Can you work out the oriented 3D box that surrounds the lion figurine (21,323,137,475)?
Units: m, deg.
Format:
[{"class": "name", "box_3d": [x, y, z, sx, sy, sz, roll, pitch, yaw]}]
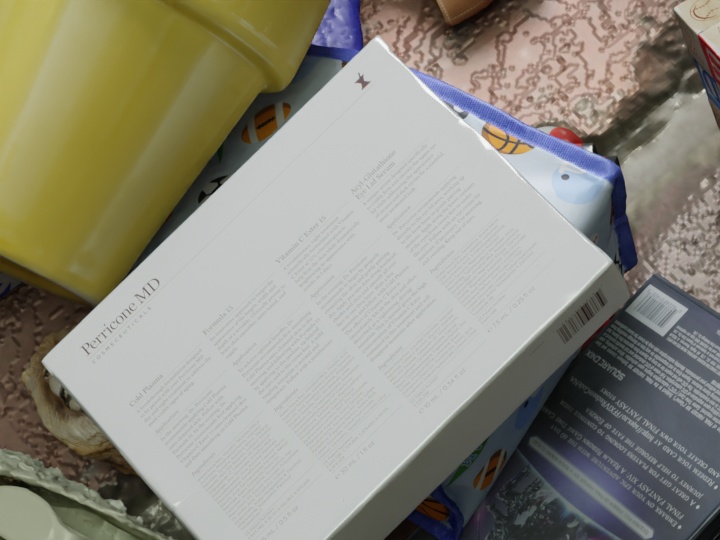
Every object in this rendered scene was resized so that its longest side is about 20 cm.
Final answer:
[{"class": "lion figurine", "box_3d": [-0.057, 0.047, 1.270, 0.199, 0.073, 0.123, -27, 60, -16]}]

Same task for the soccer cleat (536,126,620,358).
[{"class": "soccer cleat", "box_3d": [0.087, 0.029, 1.251, 0.085, 0.069, 0.202, -11, 74, 26]}]

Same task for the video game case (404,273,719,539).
[{"class": "video game case", "box_3d": [0.101, 0.101, 1.134, 0.200, 0.019, 0.143, -47, 33, -3]}]

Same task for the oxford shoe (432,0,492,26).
[{"class": "oxford shoe", "box_3d": [-0.001, -0.206, 1.344, 0.071, 0.071, 0.200, -45, 70, 1]}]

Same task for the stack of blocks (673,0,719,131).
[{"class": "stack of blocks", "box_3d": [0.223, -0.046, 1.179, 0.058, 0.116, 0.200, -29, 37, -1]}]

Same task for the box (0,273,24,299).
[{"class": "box", "box_3d": [-0.196, -0.025, 1.307, 0.199, 0.070, 0.064, -34, 70, -4]}]

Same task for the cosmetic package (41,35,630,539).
[{"class": "cosmetic package", "box_3d": [-0.011, 0.024, 1.076, 0.200, 0.052, 0.151, -43, 66, -2]}]

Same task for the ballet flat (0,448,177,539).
[{"class": "ballet flat", "box_3d": [-0.122, 0.146, 1.239, 0.199, 0.072, 0.072, 26, 76, 16]}]

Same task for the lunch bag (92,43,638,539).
[{"class": "lunch bag", "box_3d": [0.000, 0.000, 1.180, 0.199, 0.124, 0.171, 27, 70, 21]}]

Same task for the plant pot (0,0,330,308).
[{"class": "plant pot", "box_3d": [-0.132, -0.094, 1.142, 0.200, 0.201, 0.190, 22, 83, 16]}]

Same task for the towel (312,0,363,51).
[{"class": "towel", "box_3d": [-0.099, -0.125, 1.282, 0.198, 0.050, 0.149, -1, 69, -11]}]
